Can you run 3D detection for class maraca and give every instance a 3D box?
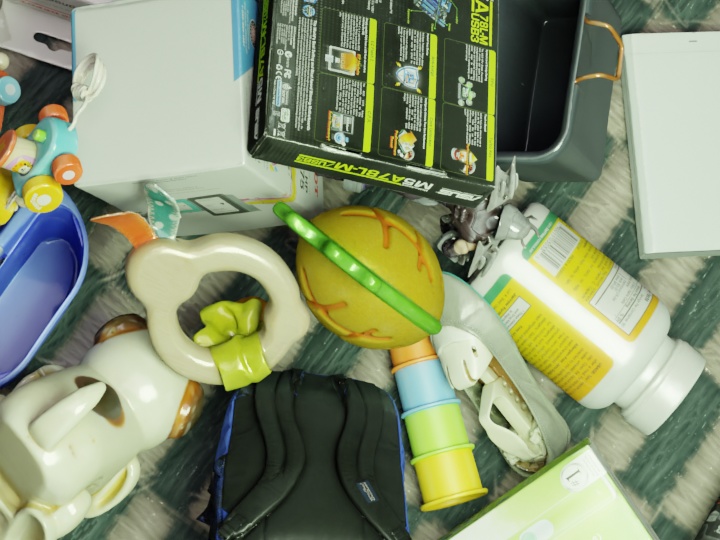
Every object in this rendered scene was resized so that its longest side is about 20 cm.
[{"bbox_3d":[0.000,0.000,1.563,0.137,0.200,0.107,35,89,28],"label":"maraca"}]

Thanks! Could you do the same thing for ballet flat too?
[{"bbox_3d":[0.107,0.091,1.647,0.201,0.067,0.064,53,45,-17],"label":"ballet flat"}]

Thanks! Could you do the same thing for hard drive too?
[{"bbox_3d":[0.305,-0.114,1.769,0.130,0.026,0.202,-3,78,-9],"label":"hard drive"}]

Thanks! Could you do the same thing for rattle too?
[{"bbox_3d":[-0.135,-0.011,1.576,0.200,0.143,0.130,40,118,-21],"label":"rattle"}]

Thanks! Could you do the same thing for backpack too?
[{"bbox_3d":[-0.051,0.188,1.586,0.161,0.169,0.201,9,45,-10],"label":"backpack"}]

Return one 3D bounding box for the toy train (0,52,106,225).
[{"bbox_3d":[-0.279,-0.112,1.533,0.055,0.199,0.152,17,77,-37],"label":"toy train"}]

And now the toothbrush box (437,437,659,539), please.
[{"bbox_3d":[0.146,0.254,1.612,0.199,0.086,0.146,-34,86,6],"label":"toothbrush box"}]

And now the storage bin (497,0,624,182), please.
[{"bbox_3d":[0.165,-0.171,1.690,0.144,0.134,0.202,1,76,30],"label":"storage bin"}]

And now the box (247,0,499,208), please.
[{"bbox_3d":[0.014,-0.163,1.528,0.191,0.048,0.202,12,64,-21],"label":"box"}]

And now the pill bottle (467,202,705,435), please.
[{"bbox_3d":[0.191,0.045,1.675,0.199,0.113,0.113,38,76,1],"label":"pill bottle"}]

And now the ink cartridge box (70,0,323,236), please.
[{"bbox_3d":[-0.128,-0.124,1.598,0.145,0.200,0.148,-6,78,16],"label":"ink cartridge box"}]

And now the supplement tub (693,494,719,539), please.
[{"bbox_3d":[0.340,0.232,1.662,0.106,0.107,0.201,33,75,-1],"label":"supplement tub"}]

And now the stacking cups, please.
[{"bbox_3d":[0.051,0.101,1.675,0.060,0.061,0.202,-15,77,-11],"label":"stacking cups"}]

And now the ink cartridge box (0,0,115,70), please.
[{"bbox_3d":[-0.239,-0.279,1.699,0.115,0.068,0.202,17,77,-5],"label":"ink cartridge box"}]

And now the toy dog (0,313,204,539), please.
[{"bbox_3d":[-0.222,0.114,1.571,0.139,0.195,0.200,40,42,15],"label":"toy dog"}]

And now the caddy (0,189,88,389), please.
[{"bbox_3d":[-0.309,0.011,1.609,0.141,0.105,0.201,33,76,0],"label":"caddy"}]

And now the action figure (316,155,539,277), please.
[{"bbox_3d":[0.064,-0.076,1.613,0.199,0.131,0.069,30,30,21],"label":"action figure"}]
